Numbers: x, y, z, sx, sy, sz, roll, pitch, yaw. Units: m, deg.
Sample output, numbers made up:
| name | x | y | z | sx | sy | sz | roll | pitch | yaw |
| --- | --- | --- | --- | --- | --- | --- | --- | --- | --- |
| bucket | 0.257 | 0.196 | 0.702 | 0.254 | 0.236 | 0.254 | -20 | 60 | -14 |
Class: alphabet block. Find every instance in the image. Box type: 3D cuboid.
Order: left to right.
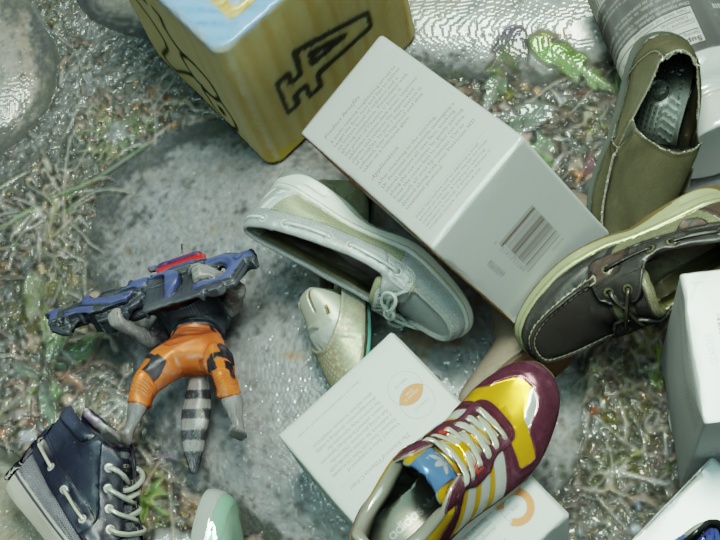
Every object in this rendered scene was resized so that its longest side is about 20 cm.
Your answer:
| name | x | y | z | sx | sy | sz | roll | pitch | yaw |
| --- | --- | --- | --- | --- | --- | --- | --- | --- | --- |
| alphabet block | -0.089 | -0.256 | 1.163 | 0.196 | 0.200 | 0.195 | -41 | 68 | -8 |

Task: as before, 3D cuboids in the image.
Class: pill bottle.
| name | x | y | z | sx | sy | sz | roll | pitch | yaw |
| --- | --- | --- | --- | --- | --- | --- | --- | --- | --- |
| pill bottle | 0.275 | -0.188 | 1.120 | 0.112 | 0.113 | 0.202 | -18 | 66 | 2 |

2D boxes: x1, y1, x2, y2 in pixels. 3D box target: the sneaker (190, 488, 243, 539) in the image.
| name | x | y | z | sx | sy | sz | roll | pitch | yaw |
| --- | --- | --- | --- | --- | --- | --- | --- | --- | --- |
| sneaker | -0.065 | 0.264 | 1.009 | 0.117 | 0.074 | 0.203 | -12 | 76 | 12 |

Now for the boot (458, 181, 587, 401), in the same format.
| name | x | y | z | sx | sy | sz | roll | pitch | yaw |
| --- | --- | --- | --- | --- | --- | --- | --- | --- | --- |
| boot | 0.131 | 0.015 | 1.091 | 0.199 | 0.070 | 0.147 | -33 | 60 | -6 |

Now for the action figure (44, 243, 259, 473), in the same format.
| name | x | y | z | sx | sy | sz | roll | pitch | yaw |
| --- | --- | --- | --- | --- | --- | --- | --- | --- | --- |
| action figure | -0.167 | 0.066 | 1.106 | 0.198 | 0.105 | 0.195 | -11 | 50 | 18 |

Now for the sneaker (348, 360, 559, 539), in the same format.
| name | x | y | z | sx | sy | sz | roll | pitch | yaw |
| --- | --- | --- | --- | --- | --- | --- | --- | --- | --- |
| sneaker | 0.071 | 0.138 | 0.923 | 0.075 | 0.090 | 0.200 | 36 | 77 | 21 |

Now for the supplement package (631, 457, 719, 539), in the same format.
| name | x | y | z | sx | sy | sz | roll | pitch | yaw |
| --- | --- | --- | --- | --- | --- | --- | --- | --- | --- |
| supplement package | 0.238 | 0.269 | 0.936 | 0.200 | 0.111 | 0.156 | -42 | 67 | -8 |

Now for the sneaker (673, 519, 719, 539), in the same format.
| name | x | y | z | sx | sy | sz | roll | pitch | yaw |
| --- | --- | --- | --- | --- | --- | --- | --- | --- | --- |
| sneaker | 0.197 | 0.204 | 0.847 | 0.197 | 0.115 | 0.081 | -12 | 63 | 6 |

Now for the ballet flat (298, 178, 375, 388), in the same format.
| name | x | y | z | sx | sy | sz | roll | pitch | yaw |
| --- | --- | --- | --- | --- | --- | --- | --- | --- | --- |
| ballet flat | -0.027 | 0.012 | 1.111 | 0.062 | 0.067 | 0.202 | 15 | 58 | -23 |

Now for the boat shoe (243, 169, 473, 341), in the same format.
| name | x | y | z | sx | sy | sz | roll | pitch | yaw |
| --- | --- | --- | --- | --- | --- | --- | --- | --- | --- |
| boat shoe | 0.000 | -0.001 | 1.051 | 0.201 | 0.075 | 0.065 | 37 | 63 | 7 |

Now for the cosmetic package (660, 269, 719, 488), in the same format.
| name | x | y | z | sx | sy | sz | roll | pitch | yaw |
| --- | --- | --- | --- | --- | --- | --- | --- | --- | --- |
| cosmetic package | 0.272 | 0.083 | 0.959 | 0.080 | 0.200 | 0.114 | -7 | 69 | 8 |

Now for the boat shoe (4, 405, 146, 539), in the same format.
| name | x | y | z | sx | sy | sz | roll | pitch | yaw |
| --- | --- | --- | --- | --- | --- | --- | --- | --- | --- |
| boat shoe | -0.202 | 0.197 | 1.053 | 0.200 | 0.075 | 0.093 | 41 | 98 | 22 |

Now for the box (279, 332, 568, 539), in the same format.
| name | x | y | z | sx | sy | sz | roll | pitch | yaw |
| --- | --- | --- | --- | --- | --- | --- | --- | --- | --- |
| box | 0.051 | 0.171 | 1.017 | 0.124 | 0.098 | 0.200 | -41 | 66 | -9 |

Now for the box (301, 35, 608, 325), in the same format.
| name | x | y | z | sx | sy | sz | roll | pitch | yaw |
| --- | --- | --- | --- | --- | --- | --- | --- | --- | --- |
| box | 0.073 | -0.071 | 1.040 | 0.107 | 0.152 | 0.200 | -49 | 44 | 3 |

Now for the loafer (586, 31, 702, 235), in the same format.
| name | x | y | z | sx | sy | sz | roll | pitch | yaw |
| --- | --- | --- | --- | --- | --- | --- | --- | --- | --- |
| loafer | 0.225 | -0.088 | 1.022 | 0.074 | 0.070 | 0.203 | 6 | 97 | -1 |

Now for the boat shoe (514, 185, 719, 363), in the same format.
| name | x | y | z | sx | sy | sz | roll | pitch | yaw |
| --- | --- | --- | --- | --- | --- | --- | --- | --- | --- |
| boat shoe | 0.208 | 0.009 | 0.986 | 0.199 | 0.073 | 0.065 | -36 | 32 | 6 |
